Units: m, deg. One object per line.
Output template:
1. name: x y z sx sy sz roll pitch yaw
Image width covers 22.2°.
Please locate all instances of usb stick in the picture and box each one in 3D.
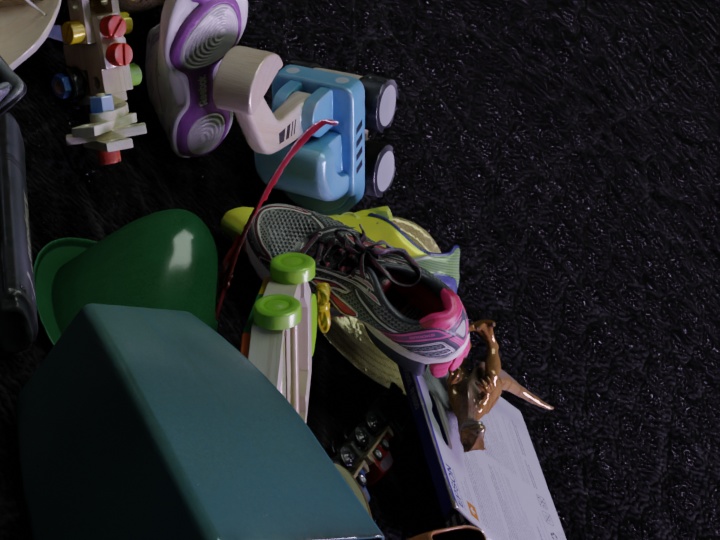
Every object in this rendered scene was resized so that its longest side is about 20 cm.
1. usb stick: -0.239 -0.029 1.238 0.032 0.056 0.201 -5 44 -9

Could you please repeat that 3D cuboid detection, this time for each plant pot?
1. plant pot: -0.116 0.125 1.096 0.141 0.142 0.201 6 43 -48

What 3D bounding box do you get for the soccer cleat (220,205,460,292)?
1. soccer cleat: -0.014 -0.020 1.481 0.198 0.085 0.065 20 -5 1

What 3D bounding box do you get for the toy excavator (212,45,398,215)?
1. toy excavator: -0.052 -0.118 1.533 0.099 0.196 0.200 13 34 21

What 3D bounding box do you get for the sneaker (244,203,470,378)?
1. sneaker: 0.000 0.000 1.396 0.199 0.081 0.075 28 -24 17

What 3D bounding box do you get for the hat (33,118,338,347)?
1. hat: -0.112 -0.016 1.265 0.165 0.176 0.201 27 31 -35

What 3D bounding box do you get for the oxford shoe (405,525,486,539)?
1. oxford shoe: 0.024 0.217 1.260 0.072 0.071 0.199 52 32 8

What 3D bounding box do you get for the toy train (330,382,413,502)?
1. toy train: 0.003 0.140 1.392 0.046 0.034 0.200 57 23 -6

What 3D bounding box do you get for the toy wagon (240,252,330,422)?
1. toy wagon: -0.052 0.068 1.292 0.039 0.157 0.200 3 25 5

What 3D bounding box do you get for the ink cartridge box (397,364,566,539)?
1. ink cartridge box: 0.088 0.155 1.451 0.200 0.040 0.201 39 25 -42

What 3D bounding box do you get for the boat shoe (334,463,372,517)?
1. boat shoe: -0.024 0.199 1.166 0.066 0.075 0.201 1 35 -14

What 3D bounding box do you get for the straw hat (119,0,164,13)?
1. straw hat: -0.193 -0.267 1.591 0.203 0.084 0.201 62 4 -8

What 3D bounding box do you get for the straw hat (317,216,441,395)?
1. straw hat: 0.026 0.004 1.562 0.200 0.085 0.202 36 26 -21

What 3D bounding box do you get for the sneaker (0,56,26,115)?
1. sneaker: -0.268 -0.074 1.154 0.075 0.113 0.202 22 48 -40

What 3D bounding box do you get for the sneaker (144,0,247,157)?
1. sneaker: -0.146 -0.186 1.486 0.074 0.201 0.100 -17 54 -27

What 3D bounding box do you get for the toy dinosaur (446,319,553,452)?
1. toy dinosaur: 0.095 0.090 1.455 0.200 0.060 0.107 -33 113 -67

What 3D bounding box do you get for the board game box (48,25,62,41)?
1. board game box: -0.227 -0.327 1.517 0.041 0.200 0.201 15 38 -32

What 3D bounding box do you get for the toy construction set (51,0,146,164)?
1. toy construction set: -0.193 -0.182 1.412 0.091 0.130 0.203 1 93 -43

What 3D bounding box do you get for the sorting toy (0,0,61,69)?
1. sorting toy: -0.321 -0.178 1.285 0.200 0.106 0.181 39 36 -37
